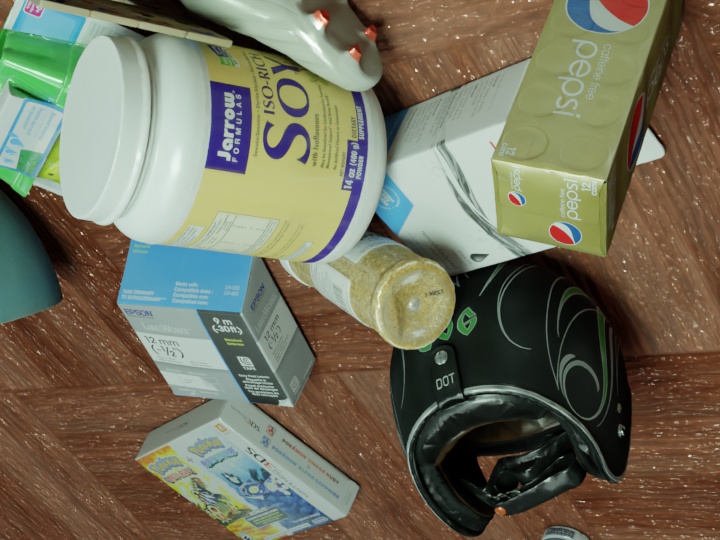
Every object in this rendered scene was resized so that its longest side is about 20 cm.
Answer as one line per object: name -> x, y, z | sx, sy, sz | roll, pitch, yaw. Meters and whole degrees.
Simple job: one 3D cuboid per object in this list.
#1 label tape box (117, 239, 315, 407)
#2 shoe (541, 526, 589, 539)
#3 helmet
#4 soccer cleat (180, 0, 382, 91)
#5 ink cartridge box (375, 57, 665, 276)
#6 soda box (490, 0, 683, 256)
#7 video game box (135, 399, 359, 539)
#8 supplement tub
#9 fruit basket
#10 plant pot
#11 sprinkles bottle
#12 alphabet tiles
label tape box -> -0.144, 0.036, 1.319 | 0.142, 0.067, 0.201 | 4, 141, 29
shoe -> 0.223, 0.356, 1.465 | 0.071, 0.092, 0.201 | -1, 137, 33
helmet -> 0.116, 0.089, 1.110 | 0.197, 0.192, 0.202 | 4, 126, 6
soccer cleat -> -0.070, -0.187, 0.981 | 0.199, 0.069, 0.078 | 40, 125, -7
ink cartridge box -> 0.101, -0.073, 1.019 | 0.199, 0.067, 0.116 | -17, 126, 45
soda box -> 0.136, -0.108, 0.836 | 0.067, 0.201, 0.064 | 12, 143, 18
video game box -> -0.126, 0.221, 1.560 | 0.182, 0.047, 0.199 | 41, 142, -16
supplement tub -> -0.097, -0.085, 1.002 | 0.198, 0.147, 0.145 | 7, 156, -31
fruit basket -> -0.197, -0.108, 1.095 | 0.198, 0.094, 0.185 | 25, 133, -18
plant pot -> -0.388, -0.018, 1.326 | 0.198, 0.199, 0.137 | -5, 100, 36
sprinkles bottle -> 0.000, 0.000, 1.096 | 0.068, 0.068, 0.200 | 48, 172, -28
alphabet tiles -> -0.205, -0.186, 0.960 | 0.198, 0.008, 0.167 | 7, -165, -30
